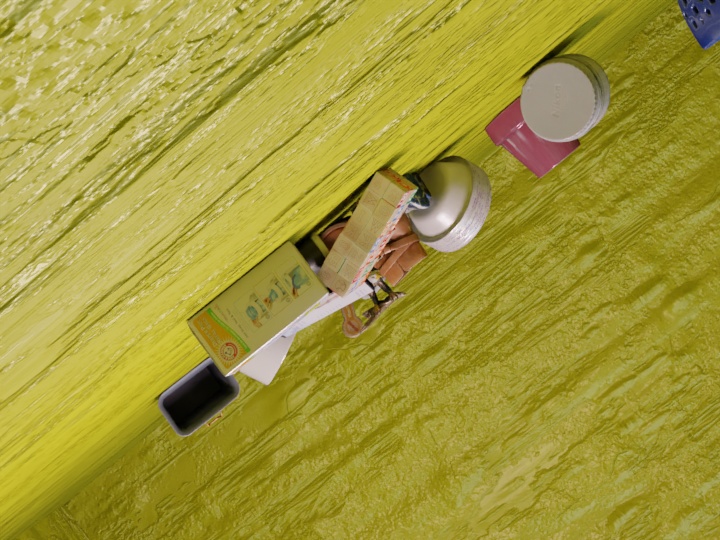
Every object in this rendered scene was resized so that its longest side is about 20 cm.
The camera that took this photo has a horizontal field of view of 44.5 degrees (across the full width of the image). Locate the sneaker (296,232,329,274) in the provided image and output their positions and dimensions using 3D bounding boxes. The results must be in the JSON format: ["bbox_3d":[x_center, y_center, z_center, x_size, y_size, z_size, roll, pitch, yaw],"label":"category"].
[{"bbox_3d":[-0.103,-0.001,1.512,0.098,0.071,0.200,-36,172,-8],"label":"sneaker"}]

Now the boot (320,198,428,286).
[{"bbox_3d":[0.015,-0.035,1.559,0.199,0.156,0.073,-40,177,39],"label":"boot"}]

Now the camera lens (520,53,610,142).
[{"bbox_3d":[0.405,-0.341,1.737,0.159,0.161,0.200,-39,178,26],"label":"camera lens"}]

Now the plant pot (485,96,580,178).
[{"bbox_3d":[0.429,-0.334,2.130,0.199,0.180,0.200,-39,178,-2],"label":"plant pot"}]

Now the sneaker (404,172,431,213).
[{"bbox_3d":[0.091,-0.142,1.786,0.084,0.078,0.200,-34,179,13],"label":"sneaker"}]

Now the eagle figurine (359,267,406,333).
[{"bbox_3d":[0.004,-0.002,1.837,0.150,0.201,0.152,-30,-167,40],"label":"eagle figurine"}]

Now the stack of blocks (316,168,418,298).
[{"bbox_3d":[0.014,-0.064,1.431,0.202,0.058,0.115,-59,171,18],"label":"stack of blocks"}]

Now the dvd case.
[{"bbox_3d":[-0.074,0.064,1.600,0.197,0.018,0.143,-28,166,5],"label":"dvd case"}]

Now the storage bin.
[{"bbox_3d":[-0.422,0.329,2.280,0.199,0.147,0.134,-37,-172,-20],"label":"storage bin"}]

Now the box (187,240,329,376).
[{"bbox_3d":[-0.155,0.061,1.357,0.199,0.102,0.113,-38,178,-6],"label":"box"}]

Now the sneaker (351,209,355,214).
[{"bbox_3d":[0.041,-0.084,1.679,0.060,0.105,0.200,-37,178,5],"label":"sneaker"}]

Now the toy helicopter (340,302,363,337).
[{"bbox_3d":[-0.048,0.053,1.937,0.130,0.204,0.079,-14,164,-10],"label":"toy helicopter"}]

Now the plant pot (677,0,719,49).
[{"bbox_3d":[0.625,-0.520,1.459,0.199,0.181,0.200,-37,178,-1],"label":"plant pot"}]

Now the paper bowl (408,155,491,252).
[{"bbox_3d":[0.180,-0.151,1.904,0.199,0.103,0.204,-32,-133,40],"label":"paper bowl"}]

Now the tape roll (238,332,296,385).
[{"bbox_3d":[-0.181,0.132,1.837,0.205,0.070,0.203,-63,-173,14],"label":"tape roll"}]
